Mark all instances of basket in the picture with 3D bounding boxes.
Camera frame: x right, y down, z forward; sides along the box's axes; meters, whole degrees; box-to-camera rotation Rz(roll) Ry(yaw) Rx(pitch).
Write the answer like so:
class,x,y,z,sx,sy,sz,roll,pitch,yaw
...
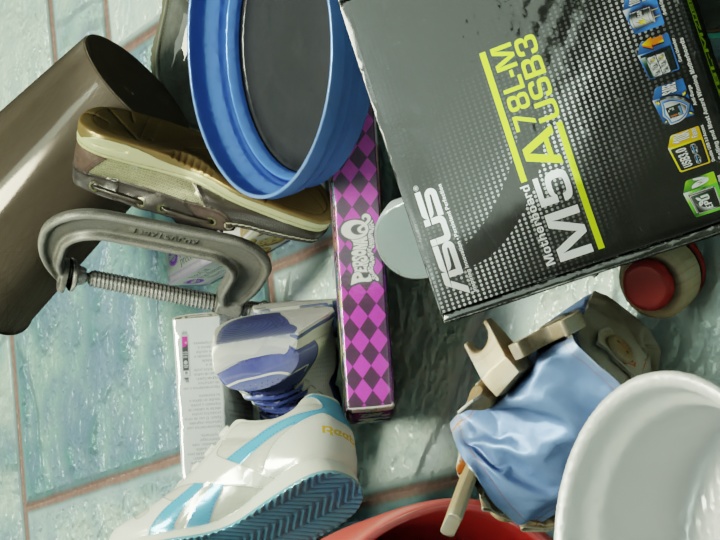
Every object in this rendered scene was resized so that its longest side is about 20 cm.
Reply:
class,x,y,z,sx,sy,sz,roll,pitch,yaw
basket,-0.240,-0.076,1.669,0.200,0.136,0.181,-43,28,15

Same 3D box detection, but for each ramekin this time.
class,x,y,z,sx,sy,sz,roll,pitch,yaw
ramekin,0.202,0.154,1.168,0.200,0.097,0.202,-3,86,57

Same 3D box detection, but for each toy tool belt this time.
class,x,y,z,sx,sy,sz,roll,pitch,yaw
toy tool belt,0.121,0.071,1.261,0.125,0.123,0.200,41,123,12

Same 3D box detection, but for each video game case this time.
class,x,y,z,sx,sy,sz,roll,pitch,yaw
video game case,0.000,0.000,1.466,0.181,0.036,0.201,87,179,-83

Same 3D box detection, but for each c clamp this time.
class,x,y,z,sx,sy,sz,roll,pitch,yaw
c clamp,-0.152,0.007,1.614,0.171,0.199,0.027,135,145,-58

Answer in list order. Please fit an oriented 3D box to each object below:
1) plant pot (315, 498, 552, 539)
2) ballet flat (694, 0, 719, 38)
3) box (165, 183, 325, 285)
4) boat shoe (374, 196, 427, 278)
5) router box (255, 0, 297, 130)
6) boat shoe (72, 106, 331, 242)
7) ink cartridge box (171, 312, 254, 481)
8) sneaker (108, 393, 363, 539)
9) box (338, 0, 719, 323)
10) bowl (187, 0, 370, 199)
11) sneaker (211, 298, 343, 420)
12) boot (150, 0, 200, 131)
class,x,y,z,sx,sy,sz,roll,pitch,yaw
plant pot,0.023,0.242,1.378,0.177,0.199,0.202,170,99,-67
ballet flat,0.140,-0.162,1.239,0.199,0.068,0.069,-7,114,24
box,-0.091,-0.032,1.686,0.200,0.041,0.039,-26,68,54
boat shoe,0.109,-0.049,1.349,0.199,0.091,0.071,-9,108,31
router box,-0.035,-0.189,1.516,0.180,0.049,0.201,-92,18,-53
boat shoe,-0.116,-0.060,1.578,0.073,0.199,0.065,-62,-7,-58
ink cartridge box,-0.091,0.137,1.573,0.196,0.043,0.201,31,-124,-78
sneaker,-0.085,0.153,1.435,0.199,0.076,0.081,-26,45,22
box,0.105,-0.094,1.204,0.192,0.047,0.201,-18,90,22
bowl,-0.052,-0.147,1.395,0.200,0.039,0.202,10,102,58
sneaker,-0.045,0.084,1.516,0.199,0.080,0.116,-30,-67,-81
boot,-0.105,-0.213,1.654,0.200,0.072,0.183,156,111,-65
